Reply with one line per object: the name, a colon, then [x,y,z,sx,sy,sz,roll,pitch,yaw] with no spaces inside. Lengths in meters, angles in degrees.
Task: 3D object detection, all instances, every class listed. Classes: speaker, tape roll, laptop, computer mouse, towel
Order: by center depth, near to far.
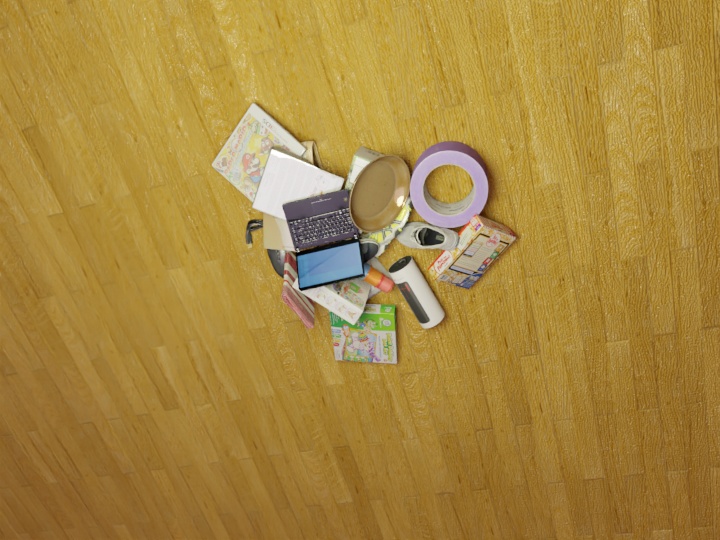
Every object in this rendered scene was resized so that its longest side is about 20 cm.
laptop: [-0.093,-0.076,1.517,0.174,0.104,0.204,-12,111,5]
tape roll: [0.226,-0.218,1.549,0.195,0.085,0.204,4,118,8]
towel: [-0.171,0.048,1.674,0.022,0.202,0.145,-24,126,15]
speaker: [0.158,0.060,1.707,0.080,0.082,0.202,-24,110,21]
computer mouse: [-0.260,-0.056,1.742,0.137,0.046,0.204,-4,116,11]

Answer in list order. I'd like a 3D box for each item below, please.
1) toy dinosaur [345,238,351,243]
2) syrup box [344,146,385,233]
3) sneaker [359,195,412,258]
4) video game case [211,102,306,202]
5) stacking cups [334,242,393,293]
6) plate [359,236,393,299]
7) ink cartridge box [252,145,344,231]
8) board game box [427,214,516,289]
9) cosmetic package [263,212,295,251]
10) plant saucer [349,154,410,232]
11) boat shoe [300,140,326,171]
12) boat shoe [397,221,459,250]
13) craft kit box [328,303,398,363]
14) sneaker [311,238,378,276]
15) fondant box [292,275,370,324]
toy dinosaur: [-0.088,-0.151,1.591,0.100,0.058,0.202,-25,99,20]
syrup box: [0.001,-0.210,1.595,0.077,0.082,0.203,20,120,4]
sneaker: [0.069,-0.123,1.632,0.076,0.076,0.201,34,116,-8]
video game case: [-0.263,-0.293,1.572,0.181,0.023,0.201,40,106,2]
stacking cups: [0.000,0.000,1.678,0.198,0.061,0.061,33,118,-7]
plate: [-0.035,0.015,1.746,0.198,0.032,0.201,-33,106,24]
ink cartridge box: [-0.159,-0.203,1.550,0.197,0.047,0.162,20,110,-11]
board game box: [0.294,-0.044,1.601,0.150,0.047,0.201,14,127,-41]
cosmetic package: [-0.208,-0.161,1.645,0.103,0.071,0.204,4,107,9]
plant saucer: [0.041,-0.195,1.516,0.035,0.198,0.204,35,129,41]
boat shoe: [-0.115,-0.244,1.604,0.068,0.074,0.203,-13,113,23]
boat shoe: [0.162,-0.093,1.587,0.198,0.065,0.075,5,88,44]
craft kit box: [0.012,0.187,1.801,0.193,0.049,0.203,0,127,8]
sneaker: [-0.034,-0.018,1.593,0.196,0.080,0.079,-19,138,-13]
fondant box: [-0.076,0.044,1.667,0.198,0.145,0.059,31,118,-5]
